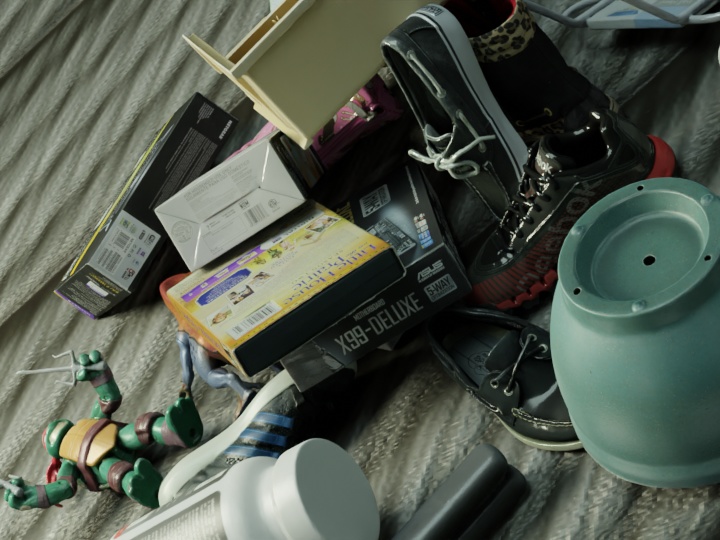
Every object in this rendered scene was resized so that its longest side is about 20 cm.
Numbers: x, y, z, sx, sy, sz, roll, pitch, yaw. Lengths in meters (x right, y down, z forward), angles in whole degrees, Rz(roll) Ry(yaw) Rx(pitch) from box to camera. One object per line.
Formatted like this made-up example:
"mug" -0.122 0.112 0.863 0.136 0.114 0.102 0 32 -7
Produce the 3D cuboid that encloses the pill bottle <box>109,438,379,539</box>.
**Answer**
"pill bottle" -0.090 0.209 1.557 0.199 0.116 0.116 -31 36 30

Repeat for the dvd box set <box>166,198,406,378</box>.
"dvd box set" -0.061 0.010 1.616 0.146 0.030 0.200 -34 21 -11

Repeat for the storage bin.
"storage bin" -0.030 -0.220 1.716 0.200 0.094 0.199 -46 24 -1

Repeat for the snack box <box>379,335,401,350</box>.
"snack box" -0.022 0.019 1.773 0.199 0.024 0.072 12 63 52

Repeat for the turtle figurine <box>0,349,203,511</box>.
"turtle figurine" -0.232 0.147 1.803 0.199 0.100 0.151 5 73 40

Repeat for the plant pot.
"plant pot" 0.209 0.024 1.390 0.199 0.134 0.201 -18 43 18

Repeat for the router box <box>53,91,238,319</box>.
"router box" -0.204 -0.059 1.975 0.201 0.052 0.157 -59 11 -18

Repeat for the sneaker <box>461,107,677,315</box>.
"sneaker" 0.144 -0.049 1.600 0.200 0.098 0.071 -41 36 10

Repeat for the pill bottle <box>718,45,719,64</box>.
"pill bottle" 0.341 -0.225 1.552 0.115 0.116 0.201 -4 52 45

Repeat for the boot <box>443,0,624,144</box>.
"boot" 0.109 -0.167 1.710 0.073 0.151 0.199 -53 34 -11

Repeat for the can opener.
"can opener" 0.031 0.204 1.501 0.200 0.053 0.067 -48 35 -4

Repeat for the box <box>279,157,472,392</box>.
"box" 0.000 0.000 1.671 0.157 0.050 0.200 -30 22 8

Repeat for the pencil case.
"pencil case" -0.057 -0.109 1.895 0.200 0.083 0.086 -41 -10 8

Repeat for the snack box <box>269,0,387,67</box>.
"snack box" 0.025 -0.232 1.890 0.141 0.053 0.200 -14 21 -29

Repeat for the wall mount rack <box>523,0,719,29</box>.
"wall mount rack" 0.215 -0.230 1.693 0.173 0.075 0.199 -35 25 -34

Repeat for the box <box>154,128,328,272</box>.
"box" -0.097 -0.067 1.759 0.116 0.060 0.200 -32 5 9

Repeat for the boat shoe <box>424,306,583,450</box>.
"boat shoe" 0.112 0.070 1.538 0.075 0.066 0.199 -48 34 -3

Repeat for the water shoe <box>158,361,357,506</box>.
"water shoe" -0.068 0.149 1.671 0.200 0.071 0.079 -41 61 6

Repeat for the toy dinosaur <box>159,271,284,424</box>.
"toy dinosaur" -0.115 0.041 1.745 0.105 0.201 0.182 -33 58 -18

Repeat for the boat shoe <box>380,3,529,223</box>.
"boat shoe" 0.078 -0.107 1.636 0.068 0.200 0.073 -39 26 -28
